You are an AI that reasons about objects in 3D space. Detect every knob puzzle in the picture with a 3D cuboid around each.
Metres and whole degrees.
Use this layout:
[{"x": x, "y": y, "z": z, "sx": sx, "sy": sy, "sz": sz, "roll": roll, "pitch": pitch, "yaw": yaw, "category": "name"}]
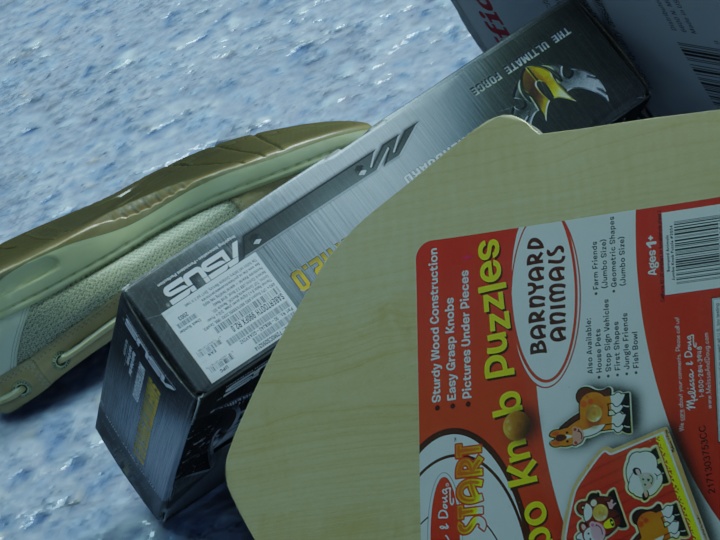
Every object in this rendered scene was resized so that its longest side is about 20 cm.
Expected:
[{"x": 0.051, "y": 0.051, "z": 0.797, "sx": 0.218, "sy": 0.030, "sz": 0.221, "roll": -7, "pitch": 75, "yaw": 27, "category": "knob puzzle"}]

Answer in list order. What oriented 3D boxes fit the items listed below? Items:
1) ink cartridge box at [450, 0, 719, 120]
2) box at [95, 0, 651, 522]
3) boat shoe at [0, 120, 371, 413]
[{"x": 0.110, "y": -0.124, "z": 0.921, "sx": 0.084, "sy": 0.145, "sz": 0.200, "roll": -48, "pitch": 35, "yaw": -19, "category": "ink cartridge box"}, {"x": 0.000, "y": 0.000, "z": 0.955, "sx": 0.199, "sy": 0.048, "sz": 0.159, "roll": -33, "pitch": -13, "yaw": -19, "category": "box"}, {"x": -0.079, "y": -0.007, "z": 1.133, "sx": 0.200, "sy": 0.063, "sz": 0.073, "roll": -26, "pitch": 14, "yaw": -19, "category": "boat shoe"}]
